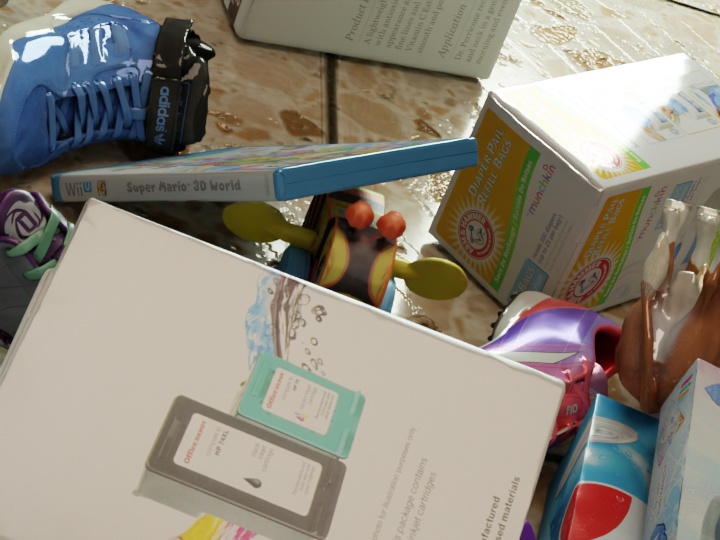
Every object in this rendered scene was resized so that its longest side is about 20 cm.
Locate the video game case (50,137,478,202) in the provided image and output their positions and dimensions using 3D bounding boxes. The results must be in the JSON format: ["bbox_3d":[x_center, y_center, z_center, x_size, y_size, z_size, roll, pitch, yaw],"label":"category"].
[{"bbox_3d":[-0.055,-0.055,0.981,0.143,0.018,0.199,-13,10,-42],"label":"video game case"}]

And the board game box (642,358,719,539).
[{"bbox_3d":[0.220,0.154,0.799,0.199,0.043,0.199,26,38,-3],"label":"board game box"}]

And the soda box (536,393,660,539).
[{"bbox_3d":[0.116,0.147,0.847,0.064,0.068,0.200,23,32,0],"label":"soda box"}]

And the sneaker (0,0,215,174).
[{"bbox_3d":[-0.147,-0.100,1.041,0.111,0.077,0.200,16,25,7],"label":"sneaker"}]

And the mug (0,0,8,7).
[{"bbox_3d":[-0.288,-0.210,1.079,0.175,0.148,0.201,20,62,-17],"label":"mug"}]

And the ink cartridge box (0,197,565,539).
[{"bbox_3d":[-0.048,0.096,0.709,0.199,0.147,0.147,21,60,0],"label":"ink cartridge box"}]

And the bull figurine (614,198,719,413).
[{"bbox_3d":[0.184,0.028,0.969,0.065,0.122,0.200,13,4,17],"label":"bull figurine"}]

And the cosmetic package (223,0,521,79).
[{"bbox_3d":[0.010,-0.259,1.286,0.199,0.165,0.165,8,35,-24],"label":"cosmetic package"}]

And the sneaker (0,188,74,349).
[{"bbox_3d":[-0.138,0.011,0.845,0.199,0.088,0.075,22,58,21],"label":"sneaker"}]

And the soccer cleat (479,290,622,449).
[{"bbox_3d":[0.089,0.068,0.937,0.073,0.069,0.200,11,25,19],"label":"soccer cleat"}]

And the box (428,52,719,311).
[{"bbox_3d":[0.156,-0.053,1.120,0.199,0.113,0.101,-15,49,-43],"label":"box"}]

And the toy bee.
[{"bbox_3d":[0.000,0.000,0.956,0.130,0.109,0.200,6,36,-27],"label":"toy bee"}]

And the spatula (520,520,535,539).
[{"bbox_3d":[0.070,0.117,0.793,0.020,0.057,0.200,-11,15,7],"label":"spatula"}]
